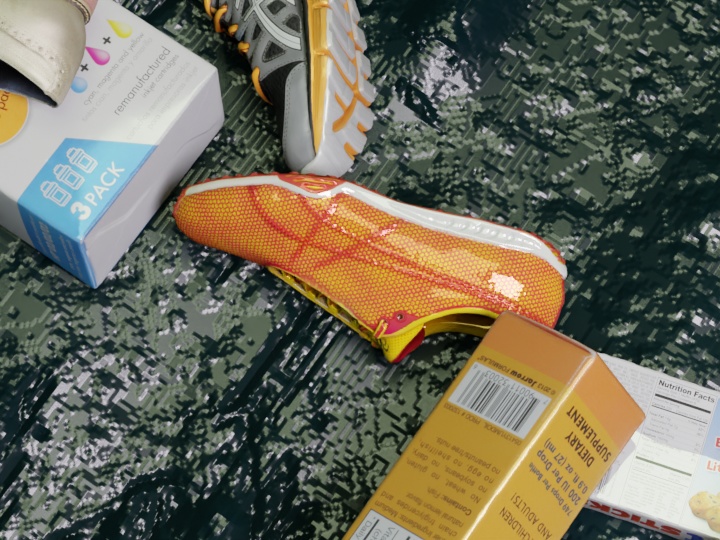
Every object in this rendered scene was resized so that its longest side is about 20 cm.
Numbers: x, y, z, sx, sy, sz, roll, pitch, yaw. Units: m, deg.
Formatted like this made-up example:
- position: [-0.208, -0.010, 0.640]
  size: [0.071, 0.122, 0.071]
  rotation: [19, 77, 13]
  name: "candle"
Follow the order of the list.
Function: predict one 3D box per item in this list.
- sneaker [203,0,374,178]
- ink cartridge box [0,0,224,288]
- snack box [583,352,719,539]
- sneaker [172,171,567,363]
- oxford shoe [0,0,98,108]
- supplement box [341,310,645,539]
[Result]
- position: [-0.042, -0.132, 1.138]
  size: [0.077, 0.078, 0.201]
  rotation: [-13, 66, 10]
  name: "sneaker"
- position: [-0.182, -0.098, 1.122]
  size: [0.199, 0.068, 0.115]
  rotation: [33, 73, 13]
  name: "ink cartridge box"
- position: [0.194, 0.104, 1.065]
  size: [0.199, 0.024, 0.072]
  rotation: [18, 70, 7]
  name: "snack box"
- position: [0.000, 0.000, 1.084]
  size: [0.199, 0.073, 0.078]
  rotation: [14, 80, 9]
  name: "sneaker"
- position: [-0.228, -0.122, 1.060]
  size: [0.198, 0.071, 0.074]
  rotation: [7, 72, 6]
  name: "oxford shoe"
- position: [0.044, 0.121, 1.020]
  size: [0.069, 0.067, 0.200]
  rotation: [27, 76, 43]
  name: "supplement box"
